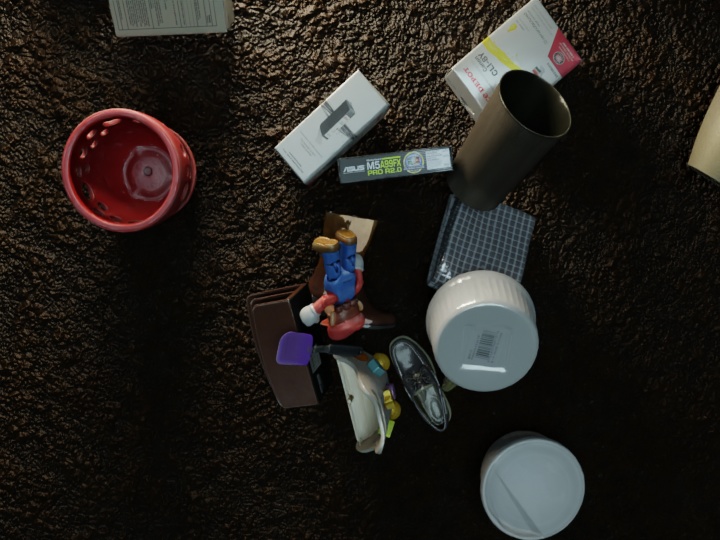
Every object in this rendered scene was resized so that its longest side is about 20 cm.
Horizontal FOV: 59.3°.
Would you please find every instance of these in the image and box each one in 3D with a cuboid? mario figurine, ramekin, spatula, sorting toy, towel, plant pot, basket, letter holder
[{"bbox_3d":[-0.051,0.030,1.136,0.121,0.106,0.203,-4,113,-4],"label":"mario figurine"},{"bbox_3d":[0.214,0.111,1.102,0.197,0.098,0.204,1,114,3],"label":"ramekin"},{"bbox_3d":[-0.065,0.141,1.130,0.198,0.020,0.057,9,93,-47],"label":"spatula"},{"bbox_3d":[0.020,0.249,1.175,0.105,0.180,0.203,-14,97,0],"label":"sorting toy"},{"bbox_3d":[0.226,-0.042,1.172,0.163,0.086,0.203,19,76,-3],"label":"towel"},{"bbox_3d":[0.326,0.411,1.242,0.199,0.094,0.206,0,96,-2],"label":"ramekin"},{"bbox_3d":[-0.395,-0.172,1.120,0.197,0.183,0.204,0,95,-2],"label":"plant pot"},{"bbox_3d":[0.242,-0.210,1.080,0.135,0.181,0.201,30,136,-3],"label":"basket"},{"bbox_3d":[-0.151,0.144,1.179,0.140,0.101,0.203,-10,103,17],"label":"letter holder"},{"bbox_3d":[0.702,-0.254,1.154,0.186,0.188,0.201,32,108,-4],"label":"plant pot"}]

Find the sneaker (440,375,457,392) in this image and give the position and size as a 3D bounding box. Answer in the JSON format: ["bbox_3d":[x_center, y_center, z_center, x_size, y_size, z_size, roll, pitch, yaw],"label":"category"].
[{"bbox_3d":[0.176,0.131,1.223,0.087,0.077,0.203,17,87,-1],"label":"sneaker"}]

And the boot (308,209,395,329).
[{"bbox_3d":[0.000,0.000,1.211,0.185,0.068,0.203,17,96,9],"label":"boot"}]

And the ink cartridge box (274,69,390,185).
[{"bbox_3d":[-0.050,-0.251,1.139,0.200,0.144,0.084,-41,95,3],"label":"ink cartridge box"}]

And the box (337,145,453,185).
[{"bbox_3d":[0.057,-0.188,1.141,0.196,0.160,0.045,-7,98,0],"label":"box"}]

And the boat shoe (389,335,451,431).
[{"bbox_3d":[0.120,0.221,1.232,0.071,0.065,0.202,-26,95,3],"label":"boat shoe"}]

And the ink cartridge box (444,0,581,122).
[{"bbox_3d":[0.277,-0.370,1.166,0.199,0.083,0.146,-39,96,3],"label":"ink cartridge box"}]

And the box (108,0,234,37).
[{"bbox_3d":[-0.331,-0.489,1.109,0.196,0.109,0.130,-3,120,-2],"label":"box"}]
